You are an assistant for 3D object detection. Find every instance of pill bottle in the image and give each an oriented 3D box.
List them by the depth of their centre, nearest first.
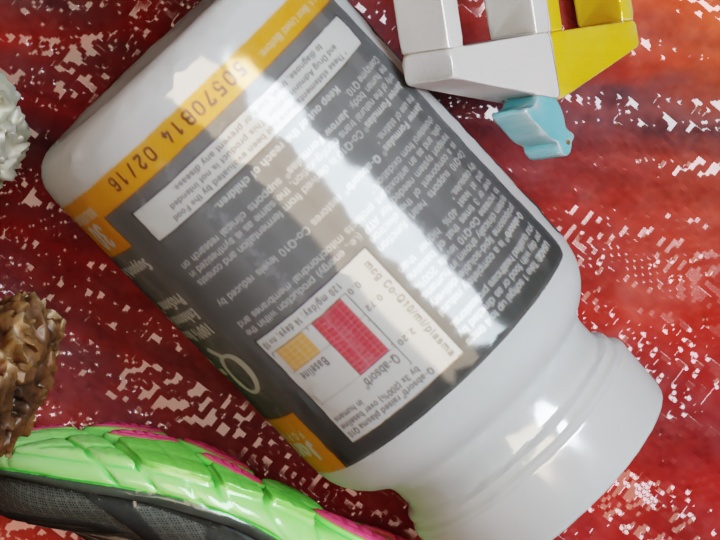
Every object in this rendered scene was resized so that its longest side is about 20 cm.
[{"bbox_3d":[0.000,0.000,0.775,0.116,0.116,0.200,-44,99,-5],"label":"pill bottle"}]

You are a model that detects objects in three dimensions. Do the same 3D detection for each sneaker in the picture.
[{"bbox_3d":[-0.041,0.112,0.795,0.200,0.077,0.084,26,89,-7],"label":"sneaker"}]

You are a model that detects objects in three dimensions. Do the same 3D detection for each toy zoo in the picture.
[{"bbox_3d":[0.046,-0.136,0.780,0.020,0.131,0.200,-6,96,34],"label":"toy zoo"}]

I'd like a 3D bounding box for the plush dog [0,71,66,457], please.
[{"bbox_3d":[-0.188,0.011,0.704,0.200,0.172,0.161,9,106,-33],"label":"plush dog"}]
